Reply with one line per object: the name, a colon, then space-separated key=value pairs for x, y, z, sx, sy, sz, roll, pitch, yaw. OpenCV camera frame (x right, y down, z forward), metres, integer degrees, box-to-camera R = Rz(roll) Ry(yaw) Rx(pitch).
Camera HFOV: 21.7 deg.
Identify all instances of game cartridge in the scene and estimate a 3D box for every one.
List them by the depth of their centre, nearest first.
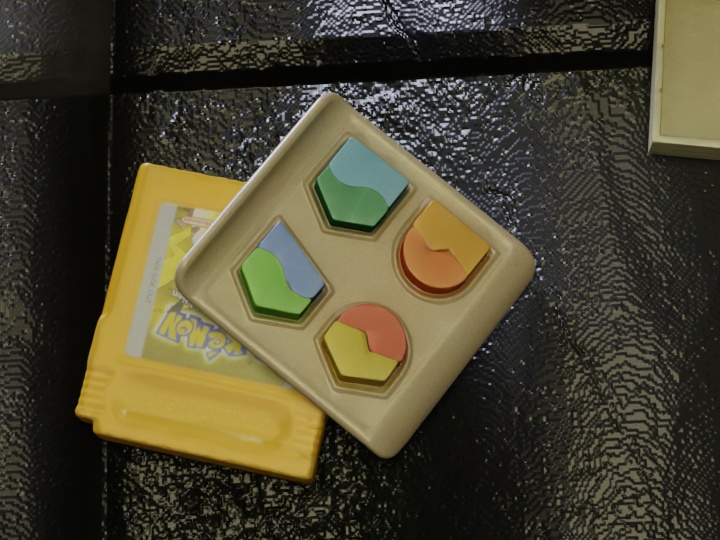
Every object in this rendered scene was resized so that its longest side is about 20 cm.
game cartridge: x=-0.096 y=0.035 z=1.330 sx=0.175 sy=0.032 sz=0.201 roll=11 pitch=73 yaw=6

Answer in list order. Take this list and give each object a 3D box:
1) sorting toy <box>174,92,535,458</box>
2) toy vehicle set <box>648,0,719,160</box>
sorting toy: x=0.000 y=0.000 z=1.304 sx=0.200 sy=0.036 sz=0.185 roll=40 pitch=73 yaw=-1
toy vehicle set: x=0.311 y=-0.139 z=1.364 sx=0.198 sy=0.027 sz=0.125 roll=5 pitch=74 yaw=4
